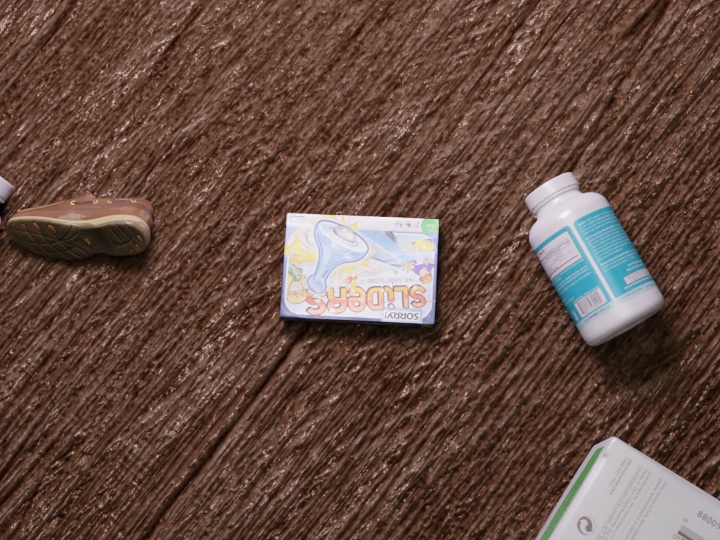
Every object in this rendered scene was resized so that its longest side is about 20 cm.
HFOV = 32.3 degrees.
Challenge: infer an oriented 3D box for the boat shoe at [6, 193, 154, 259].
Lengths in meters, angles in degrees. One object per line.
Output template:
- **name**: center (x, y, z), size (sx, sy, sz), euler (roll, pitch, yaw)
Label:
- **boat shoe**: center (-0.360, -0.061, 1.620), size (0.197, 0.072, 0.068), euler (0, 46, 12)

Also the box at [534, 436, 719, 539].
- **box**: center (0.313, 0.328, 1.433), size (0.199, 0.171, 0.200), euler (32, 83, 10)

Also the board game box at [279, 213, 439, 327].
- **board game box**: center (0.000, 0.000, 1.590), size (0.197, 0.034, 0.137), euler (2, 79, 5)

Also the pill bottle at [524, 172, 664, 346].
- **pill bottle**: center (0.281, -0.017, 1.534), size (0.110, 0.111, 0.202), euler (-27, 79, -1)

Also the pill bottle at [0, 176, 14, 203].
- **pill bottle**: center (-0.538, -0.050, 1.601), size (0.112, 0.112, 0.201), euler (33, 83, 10)
